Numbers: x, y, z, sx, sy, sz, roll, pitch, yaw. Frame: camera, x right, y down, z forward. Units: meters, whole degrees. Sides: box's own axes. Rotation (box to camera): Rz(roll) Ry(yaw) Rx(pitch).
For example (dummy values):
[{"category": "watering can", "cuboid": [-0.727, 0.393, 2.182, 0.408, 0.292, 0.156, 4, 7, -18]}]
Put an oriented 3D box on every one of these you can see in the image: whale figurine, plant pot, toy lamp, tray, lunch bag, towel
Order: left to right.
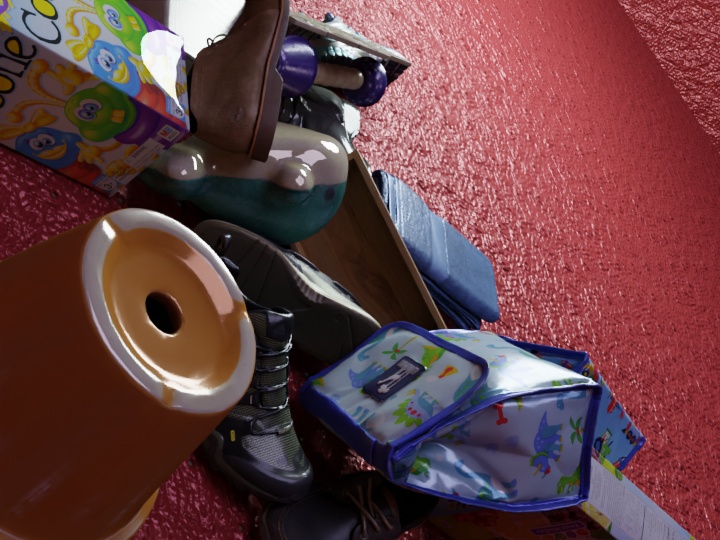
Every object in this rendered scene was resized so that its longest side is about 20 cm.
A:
[{"category": "plant pot", "cuboid": [-0.165, 0.062, 0.641, 0.199, 0.182, 0.202, 37, 35, -32]}, {"category": "whale figurine", "cuboid": [-0.102, -0.072, 0.946, 0.198, 0.158, 0.105, -10, 113, -45]}, {"category": "toy lamp", "cuboid": [-0.041, -0.194, 1.070, 0.059, 0.058, 0.199, 63, 24, 9]}, {"category": "tray", "cuboid": [0.000, 0.000, 1.032, 0.202, 0.098, 0.037, 64, 4, 9]}, {"category": "towel", "cuboid": [0.075, -0.019, 1.217, 0.199, 0.048, 0.113, 38, 36, -31]}, {"category": "lunch bag", "cuboid": [0.068, 0.118, 0.898, 0.197, 0.170, 0.130, -3, 103, -27]}, {"category": "lunch bag", "cuboid": [0.157, 0.137, 1.088, 0.095, 0.199, 0.151, -54, 129, -17]}]

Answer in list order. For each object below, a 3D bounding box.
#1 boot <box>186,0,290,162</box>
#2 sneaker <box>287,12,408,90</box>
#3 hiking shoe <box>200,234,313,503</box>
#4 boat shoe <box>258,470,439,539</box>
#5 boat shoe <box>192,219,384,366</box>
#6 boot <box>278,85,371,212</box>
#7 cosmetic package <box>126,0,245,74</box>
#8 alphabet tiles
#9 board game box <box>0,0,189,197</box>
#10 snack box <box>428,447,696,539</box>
[{"category": "boot", "cuboid": [-0.101, -0.183, 0.905, 0.074, 0.074, 0.202, 11, 54, -11]}, {"category": "sneaker", "cuboid": [-0.015, -0.260, 1.277, 0.199, 0.077, 0.087, -2, 60, -57]}, {"category": "hiking shoe", "cuboid": [-0.085, 0.077, 0.825, 0.202, 0.100, 0.075, 58, 32, 8]}, {"category": "boat shoe", "cuboid": [-0.004, 0.190, 0.876, 0.199, 0.073, 0.075, -6, 67, -58]}, {"category": "boat shoe", "cuboid": [-0.068, 0.020, 0.953, 0.199, 0.072, 0.066, 32, 8, -18]}, {"category": "boot", "cuboid": [-0.061, -0.139, 1.120, 0.130, 0.068, 0.202, 32, 31, -30]}, {"category": "cosmetic package", "cuboid": [-0.166, -0.240, 1.032, 0.103, 0.073, 0.202, 32, 38, -38]}, {"category": "alphabet tiles", "cuboid": [-0.039, -0.246, 1.111, 0.164, 0.006, 0.200, 18, 13, -19]}, {"category": "board game box", "cuboid": [-0.237, -0.159, 0.820, 0.199, 0.102, 0.106, 27, 41, -42]}, {"category": "snack box", "cuboid": [0.190, 0.242, 1.018, 0.199, 0.167, 0.068, 39, 52, -28]}]
